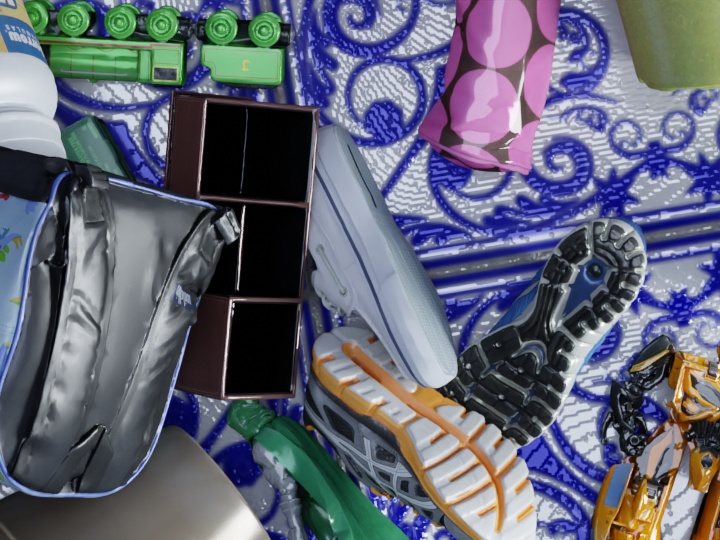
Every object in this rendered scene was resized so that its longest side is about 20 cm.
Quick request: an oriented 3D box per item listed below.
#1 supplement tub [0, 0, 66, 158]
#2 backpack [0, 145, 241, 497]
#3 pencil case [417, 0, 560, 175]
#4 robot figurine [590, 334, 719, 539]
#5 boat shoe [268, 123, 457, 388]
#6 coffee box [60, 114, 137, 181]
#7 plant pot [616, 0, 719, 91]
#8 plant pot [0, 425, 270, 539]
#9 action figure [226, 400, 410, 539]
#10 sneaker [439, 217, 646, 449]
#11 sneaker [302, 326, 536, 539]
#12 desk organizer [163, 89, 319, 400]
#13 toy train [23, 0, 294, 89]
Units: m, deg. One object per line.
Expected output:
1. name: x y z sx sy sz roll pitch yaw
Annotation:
1. supplement tub: -0.284 -0.141 1.416 0.144 0.145 0.201 -25 74 2
2. backpack: -0.195 0.034 1.351 0.146 0.183 0.201 12 88 36
3. pencil case: 0.090 -0.167 1.451 0.090 0.093 0.201 11 90 -42
4. robot figurine: 0.226 0.143 1.456 0.144 0.058 0.201 16 91 0
5. boat shoe: 0.000 0.000 1.456 0.067 0.073 0.201 -31 65 17
6. coffee box: -0.236 -0.006 1.484 0.199 0.044 0.123 -31 89 2
7. plant pot: 0.233 -0.218 1.405 0.199 0.200 0.185 -9 101 3
8. plant pot: -0.155 0.201 1.422 0.173 0.200 0.200 -37 88 -14
9. action figure: -0.021 0.163 1.456 0.055 0.118 0.200 -42 80 14
10. sneaker: 0.130 0.044 1.452 0.079 0.089 0.200 43 112 7
11. sneaker: 0.038 0.125 1.441 0.200 0.078 0.077 45 133 22
12. desk organizer: -0.084 -0.016 1.442 0.077 0.072 0.201 8 95 47
13. toy train: -0.145 -0.154 1.483 0.199 0.042 0.057 3 101 3
